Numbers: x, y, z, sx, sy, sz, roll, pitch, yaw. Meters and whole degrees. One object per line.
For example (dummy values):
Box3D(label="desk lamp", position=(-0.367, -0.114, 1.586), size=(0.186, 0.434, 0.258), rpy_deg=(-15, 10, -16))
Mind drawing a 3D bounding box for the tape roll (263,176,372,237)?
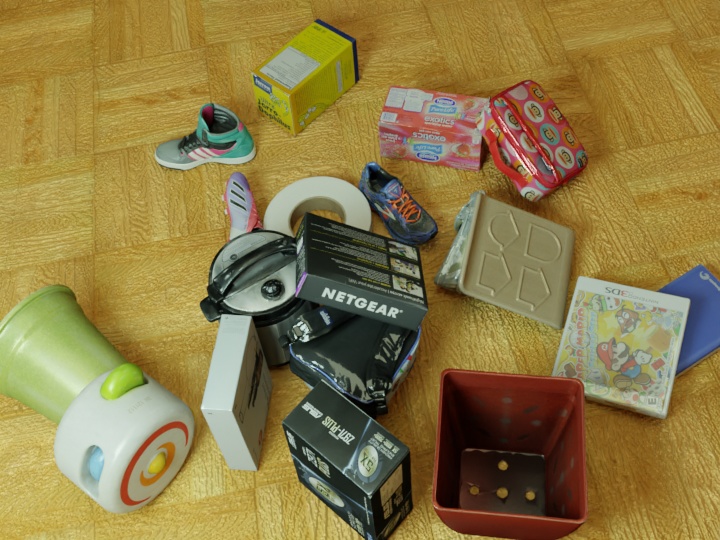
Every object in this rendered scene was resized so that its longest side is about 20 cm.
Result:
Box3D(label="tape roll", position=(-0.076, -0.080, 1.596), size=(0.198, 0.037, 0.206), rpy_deg=(-2, 55, 3))

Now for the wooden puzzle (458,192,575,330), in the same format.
Box3D(label="wooden puzzle", position=(0.259, -0.013, 1.483), size=(0.197, 0.046, 0.188), rpy_deg=(22, 63, -11))

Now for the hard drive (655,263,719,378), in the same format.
Box3D(label="hard drive", position=(0.518, 0.085, 1.436), size=(0.197, 0.026, 0.133), rpy_deg=(-29, 57, -14))

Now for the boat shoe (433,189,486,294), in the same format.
Box3D(label="boat shoe", position=(0.178, -0.055, 1.537), size=(0.063, 0.075, 0.205), rpy_deg=(12, 64, 8))

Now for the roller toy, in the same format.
Box3D(label="roller toy", position=(-0.336, 0.250, 1.299), size=(0.138, 0.201, 0.184), rpy_deg=(30, 74, 22))

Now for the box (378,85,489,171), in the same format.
Box3D(label="box", position=(0.139, -0.268, 1.674), size=(0.196, 0.095, 0.104), rpy_deg=(10, 56, 11))

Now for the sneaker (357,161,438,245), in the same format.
Box3D(label="sneaker", position=(0.061, -0.120, 1.586), size=(0.075, 0.079, 0.199), rpy_deg=(-38, 60, -20))

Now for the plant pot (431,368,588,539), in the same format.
Box3D(label="plant pot", position=(0.201, 0.275, 1.238), size=(0.195, 0.178, 0.203), rpy_deg=(4, 55, 7))

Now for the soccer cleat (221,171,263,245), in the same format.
Box3D(label="soccer cleat", position=(-0.203, -0.091, 1.591), size=(0.075, 0.067, 0.204), rpy_deg=(-15, 57, 19))

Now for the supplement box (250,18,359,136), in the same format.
Box3D(label="supplement box", position=(-0.107, -0.385, 1.768), size=(0.108, 0.110, 0.200), rpy_deg=(33, 63, 25))

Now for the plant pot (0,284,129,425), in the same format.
Box3D(label="plant pot", position=(-0.453, 0.156, 1.385), size=(0.183, 0.202, 0.201), rpy_deg=(33, 63, 13))

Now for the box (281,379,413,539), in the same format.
Box3D(label="box", position=(-0.014, 0.274, 1.242), size=(0.163, 0.202, 0.086), rpy_deg=(35, 63, 25))

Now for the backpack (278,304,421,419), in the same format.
Box3D(label="backpack", position=(0.002, 0.123, 1.377), size=(0.198, 0.155, 0.191), rpy_deg=(35, 63, 14))

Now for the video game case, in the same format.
Box3D(label="video game case", position=(0.408, 0.116, 1.399), size=(0.178, 0.023, 0.203), rpy_deg=(12, 65, 21))

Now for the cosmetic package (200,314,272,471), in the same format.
Box3D(label="cosmetic package", position=(-0.178, 0.184, 1.319), size=(0.050, 0.202, 0.153), rpy_deg=(4, 55, 8))

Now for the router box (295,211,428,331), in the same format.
Box3D(label="router box", position=(0.000, 0.000, 1.346), size=(0.196, 0.052, 0.151), rpy_deg=(17, 37, -16))

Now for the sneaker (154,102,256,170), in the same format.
Box3D(label="sneaker", position=(-0.303, -0.256, 1.687), size=(0.195, 0.122, 0.085), rpy_deg=(-5, 54, 1))

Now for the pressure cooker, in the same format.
Box3D(label="pressure cooker", position=(-0.151, 0.035, 1.421), size=(0.175, 0.202, 0.178), rpy_deg=(10, 56, 12))

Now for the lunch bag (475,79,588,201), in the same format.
Box3D(label="lunch bag", position=(0.297, -0.228, 1.591), size=(0.175, 0.082, 0.202), rpy_deg=(-30, 83, -35))
